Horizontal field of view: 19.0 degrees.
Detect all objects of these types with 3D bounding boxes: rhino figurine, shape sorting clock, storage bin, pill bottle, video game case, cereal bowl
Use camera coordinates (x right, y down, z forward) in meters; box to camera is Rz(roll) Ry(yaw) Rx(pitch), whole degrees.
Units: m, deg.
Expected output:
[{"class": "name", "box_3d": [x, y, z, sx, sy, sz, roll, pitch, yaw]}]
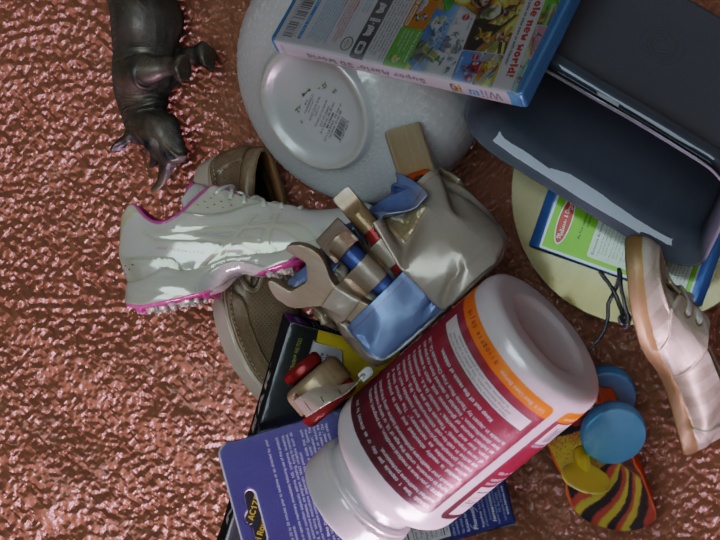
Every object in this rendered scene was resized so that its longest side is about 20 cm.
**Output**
[{"class": "rhino figurine", "box_3d": [-0.160, -0.162, 1.677, 0.087, 0.060, 0.202, 0, 92, 36]}, {"class": "shape sorting clock", "box_3d": [0.209, -0.059, 1.582, 0.198, 0.039, 0.202, -1, 84, 9]}, {"class": "storage bin", "box_3d": [0.194, -0.118, 1.514, 0.199, 0.146, 0.135, 32, 63, 12]}, {"class": "pill bottle", "box_3d": [0.058, 0.104, 1.483, 0.200, 0.113, 0.113, -42, 80, 22]}, {"class": "video game case", "box_3d": [0.053, -0.191, 1.474, 0.199, 0.018, 0.144, 15, 65, 29]}, {"class": "cereal bowl", "box_3d": [-0.013, -0.135, 1.577, 0.199, 0.083, 0.202, 18, 125, 28]}]

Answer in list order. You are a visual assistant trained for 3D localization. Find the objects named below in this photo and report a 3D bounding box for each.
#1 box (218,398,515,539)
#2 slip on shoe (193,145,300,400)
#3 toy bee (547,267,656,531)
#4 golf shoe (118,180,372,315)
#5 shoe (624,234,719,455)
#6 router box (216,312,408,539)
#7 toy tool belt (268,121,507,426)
[{"class": "box", "box_3d": [0.003, 0.153, 1.576, 0.198, 0.032, 0.122, -15, 100, -5]}, {"class": "slip on shoe", "box_3d": [-0.072, 0.003, 1.647, 0.060, 0.076, 0.202, -19, 78, 37]}, {"class": "toy bee", "box_3d": [0.149, 0.100, 1.557, 0.108, 0.131, 0.202, -10, 98, 4]}, {"class": "golf shoe", "box_3d": [-0.084, -0.031, 1.586, 0.198, 0.075, 0.092, -15, 85, -4]}, {"class": "shoe", "box_3d": [0.228, 0.048, 1.527, 0.053, 0.070, 0.201, -14, 130, 12]}, {"class": "router box", "box_3d": [-0.014, 0.148, 1.617, 0.148, 0.051, 0.202, 15, 97, -10]}, {"class": "toy tool belt", "box_3d": [0.000, 0.000, 1.518, 0.200, 0.125, 0.123, -41, 88, -2]}]
